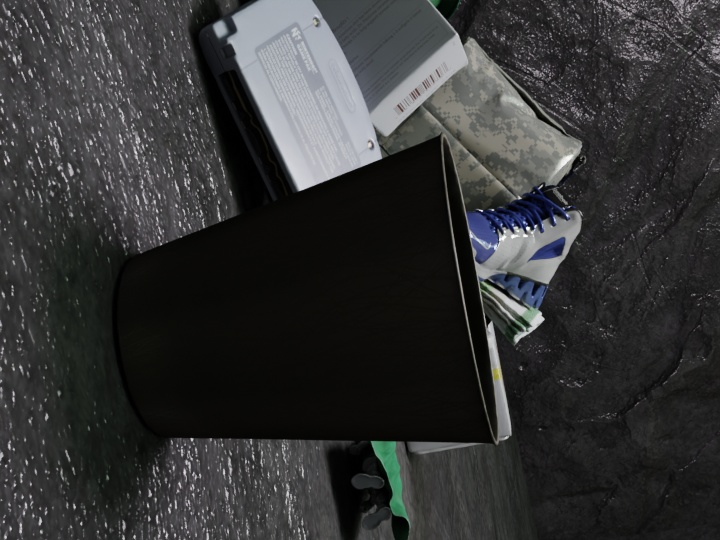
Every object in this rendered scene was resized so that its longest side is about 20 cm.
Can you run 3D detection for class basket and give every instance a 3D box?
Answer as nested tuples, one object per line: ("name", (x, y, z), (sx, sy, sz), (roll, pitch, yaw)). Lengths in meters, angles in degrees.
("basket", (-0.031, 0.026, 0.648), (0.136, 0.198, 0.183), (14, 66, -79))

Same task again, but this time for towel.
("towel", (0.104, -0.001, 1.149), (0.200, 0.031, 0.149), (41, 10, 10))

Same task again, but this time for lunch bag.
("lunch bag", (0.126, -0.134, 1.194), (0.200, 0.168, 0.139), (44, 2, -1))

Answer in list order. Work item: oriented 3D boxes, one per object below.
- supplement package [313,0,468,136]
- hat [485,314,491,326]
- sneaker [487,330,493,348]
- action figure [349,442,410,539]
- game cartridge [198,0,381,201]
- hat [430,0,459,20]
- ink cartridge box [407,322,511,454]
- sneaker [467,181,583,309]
("supplement package", (-0.005, -0.249, 1.059), (0.201, 0.117, 0.117), (51, 7, 9))
("hat", (0.047, 0.086, 1.188), (0.081, 0.200, 0.201), (47, -6, 28))
("sneaker", (0.095, 0.133, 1.324), (0.200, 0.073, 0.120), (-16, -104, 56))
("action figure", (0.019, 0.210, 1.137), (0.200, 0.054, 0.120), (-47, 125, -85))
("game cartridge", (-0.049, -0.137, 0.934), (0.133, 0.040, 0.202), (-41, 114, -42))
("hat", (0.000, -0.268, 1.140), (0.200, 0.165, 0.177), (46, 59, -14))
("ink cartridge box", (0.118, 0.133, 1.491), (0.083, 0.143, 0.202), (-54, 133, -78))
("sneaker", (0.152, -0.043, 1.086), (0.199, 0.116, 0.081), (23, 17, -51))
